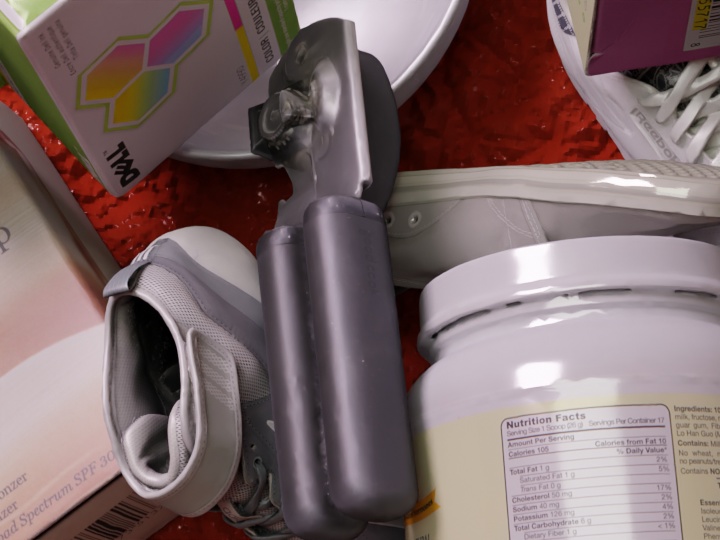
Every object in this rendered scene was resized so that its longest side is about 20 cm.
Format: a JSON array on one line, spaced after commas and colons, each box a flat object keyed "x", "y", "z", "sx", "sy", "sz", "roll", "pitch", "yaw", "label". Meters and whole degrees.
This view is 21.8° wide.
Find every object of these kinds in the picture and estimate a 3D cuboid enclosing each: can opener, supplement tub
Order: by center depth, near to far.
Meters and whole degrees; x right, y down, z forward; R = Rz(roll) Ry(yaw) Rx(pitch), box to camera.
[{"x": 0.088, "y": 0.101, "z": 0.664, "sx": 0.145, "sy": 0.145, "sz": 0.201, "roll": -8, "pitch": 72, "yaw": 12, "label": "supplement tub"}, {"x": 0.000, "y": 0.000, "z": 0.680, "sx": 0.053, "sy": 0.067, "sz": 0.200, "roll": -31, "pitch": 57, "yaw": 42, "label": "can opener"}]

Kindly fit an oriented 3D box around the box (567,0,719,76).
[{"x": 0.111, "y": -0.203, "z": 0.659, "sx": 0.096, "sy": 0.176, "sz": 0.200, "roll": -10, "pitch": 64, "yaw": -2, "label": "box"}]

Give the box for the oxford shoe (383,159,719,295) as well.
[{"x": 0.064, "y": -0.013, "z": 0.721, "sx": 0.200, "sy": 0.075, "sz": 0.058, "roll": -4, "pitch": 87, "yaw": 43, "label": "oxford shoe"}]

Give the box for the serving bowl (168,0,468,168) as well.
[{"x": -0.041, "y": -0.132, "z": 0.810, "sx": 0.200, "sy": 0.066, "sz": 0.201, "roll": -4, "pitch": 73, "yaw": 13, "label": "serving bowl"}]

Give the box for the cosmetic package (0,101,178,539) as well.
[{"x": -0.150, "y": 0.024, "z": 0.780, "sx": 0.103, "sy": 0.087, "sz": 0.200, "roll": -38, "pitch": 68, "yaw": 2, "label": "cosmetic package"}]

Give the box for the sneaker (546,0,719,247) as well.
[{"x": 0.138, "y": -0.051, "z": 0.732, "sx": 0.076, "sy": 0.081, "sz": 0.200, "roll": -39, "pitch": 70, "yaw": -1, "label": "sneaker"}]

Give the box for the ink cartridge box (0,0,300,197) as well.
[{"x": -0.126, "y": -0.076, "z": 0.687, "sx": 0.200, "sy": 0.148, "sz": 0.076, "roll": -43, "pitch": 72, "yaw": -9, "label": "ink cartridge box"}]

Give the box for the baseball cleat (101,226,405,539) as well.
[{"x": -0.038, "y": 0.084, "z": 0.690, "sx": 0.070, "sy": 0.106, "sz": 0.200, "roll": -28, "pitch": 99, "yaw": 30, "label": "baseball cleat"}]
